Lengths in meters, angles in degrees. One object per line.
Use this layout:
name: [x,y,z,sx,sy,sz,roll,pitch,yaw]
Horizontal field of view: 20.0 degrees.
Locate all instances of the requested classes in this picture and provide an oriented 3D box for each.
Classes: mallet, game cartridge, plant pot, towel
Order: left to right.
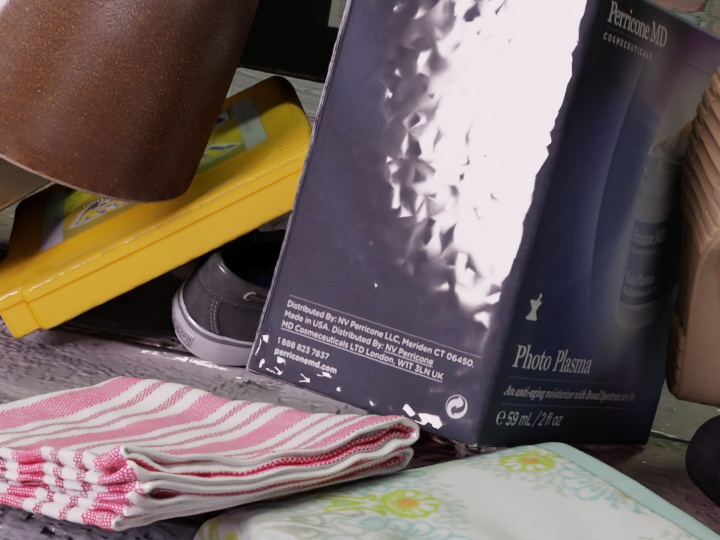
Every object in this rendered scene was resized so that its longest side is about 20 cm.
plant pot: [-0.115,-0.167,0.957,0.187,0.200,0.187,28,19,-11]
towel: [-0.094,0.064,0.809,0.146,0.030,0.200,-6,8,-43]
game cartridge: [-0.104,-0.038,1.066,0.176,0.032,0.200,-26,15,0]
towel: [0.063,0.119,0.734,0.171,0.048,0.200,-4,19,-38]
mallet: [0.247,0.100,0.920,0.200,0.041,0.066,7,16,-18]

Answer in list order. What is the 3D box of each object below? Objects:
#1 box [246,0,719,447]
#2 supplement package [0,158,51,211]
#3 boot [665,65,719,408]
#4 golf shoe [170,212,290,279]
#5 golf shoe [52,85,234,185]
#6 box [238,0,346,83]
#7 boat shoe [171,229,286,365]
box: [0.070,-0.031,0.912,0.123,0.199,0.200,16,4,28]
supplement package: [-0.234,-0.069,1.064,0.109,0.114,0.200,-25,6,17]
boot: [0.226,-0.016,0.894,0.166,0.200,0.072,-1,39,-4]
golf shoe: [-0.021,-0.032,1.109,0.200,0.077,0.088,-19,15,45]
golf shoe: [-0.135,-0.093,1.292,0.078,0.097,0.200,13,18,13]
box: [0.007,-0.162,1.167,0.196,0.118,0.200,9,7,-10]
boat shoe: [0.000,0.000,1.040,0.200,0.066,0.070,-4,53,-30]
